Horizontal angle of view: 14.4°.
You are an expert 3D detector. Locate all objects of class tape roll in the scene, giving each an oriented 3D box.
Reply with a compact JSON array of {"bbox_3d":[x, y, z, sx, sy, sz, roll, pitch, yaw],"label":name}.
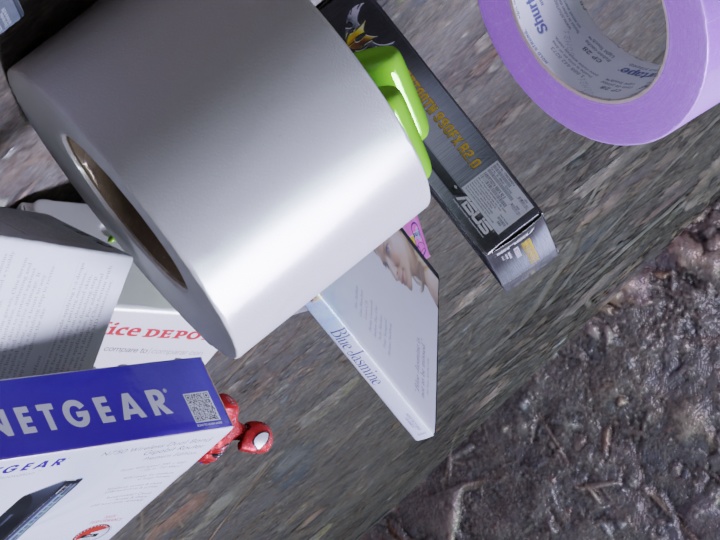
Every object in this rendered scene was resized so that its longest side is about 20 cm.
[{"bbox_3d":[-0.077,-0.071,1.552,0.139,0.203,0.203,-39,168,-9],"label":"tape roll"},{"bbox_3d":[0.170,-0.187,1.900,0.066,0.200,0.200,-31,165,-38],"label":"tape roll"}]

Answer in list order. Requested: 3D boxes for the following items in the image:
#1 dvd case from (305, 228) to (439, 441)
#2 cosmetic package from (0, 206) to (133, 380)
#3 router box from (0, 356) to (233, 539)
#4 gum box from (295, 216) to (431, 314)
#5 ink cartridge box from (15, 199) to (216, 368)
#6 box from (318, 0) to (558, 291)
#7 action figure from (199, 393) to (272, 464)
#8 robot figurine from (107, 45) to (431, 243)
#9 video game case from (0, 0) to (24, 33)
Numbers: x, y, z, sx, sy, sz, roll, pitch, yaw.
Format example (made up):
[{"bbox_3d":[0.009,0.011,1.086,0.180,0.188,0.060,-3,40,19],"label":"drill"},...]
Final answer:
[{"bbox_3d":[0.000,0.000,1.861,0.018,0.143,0.200,-18,135,23],"label":"dvd case"},{"bbox_3d":[-0.222,0.017,1.551,0.200,0.071,0.101,10,103,-58],"label":"cosmetic package"},{"bbox_3d":[-0.201,0.121,1.599,0.200,0.049,0.179,-6,152,-45],"label":"router box"},{"bbox_3d":[-0.022,-0.042,1.962,0.066,0.114,0.200,-17,-177,20],"label":"gum box"},{"bbox_3d":[-0.190,0.052,1.818,0.145,0.084,0.200,4,140,-40],"label":"ink cartridge box"},{"bbox_3d":[0.050,-0.086,1.890,0.048,0.200,0.158,-38,168,2],"label":"box"},{"bbox_3d":[-0.139,0.111,1.819,0.200,0.052,0.065,-4,140,-39],"label":"action figure"},{"bbox_3d":[-0.061,-0.070,1.725,0.200,0.175,0.116,-16,129,11],"label":"robot figurine"},{"bbox_3d":[-0.254,-0.090,1.374,0.200,0.019,0.143,-40,168,-7],"label":"video game case"}]
